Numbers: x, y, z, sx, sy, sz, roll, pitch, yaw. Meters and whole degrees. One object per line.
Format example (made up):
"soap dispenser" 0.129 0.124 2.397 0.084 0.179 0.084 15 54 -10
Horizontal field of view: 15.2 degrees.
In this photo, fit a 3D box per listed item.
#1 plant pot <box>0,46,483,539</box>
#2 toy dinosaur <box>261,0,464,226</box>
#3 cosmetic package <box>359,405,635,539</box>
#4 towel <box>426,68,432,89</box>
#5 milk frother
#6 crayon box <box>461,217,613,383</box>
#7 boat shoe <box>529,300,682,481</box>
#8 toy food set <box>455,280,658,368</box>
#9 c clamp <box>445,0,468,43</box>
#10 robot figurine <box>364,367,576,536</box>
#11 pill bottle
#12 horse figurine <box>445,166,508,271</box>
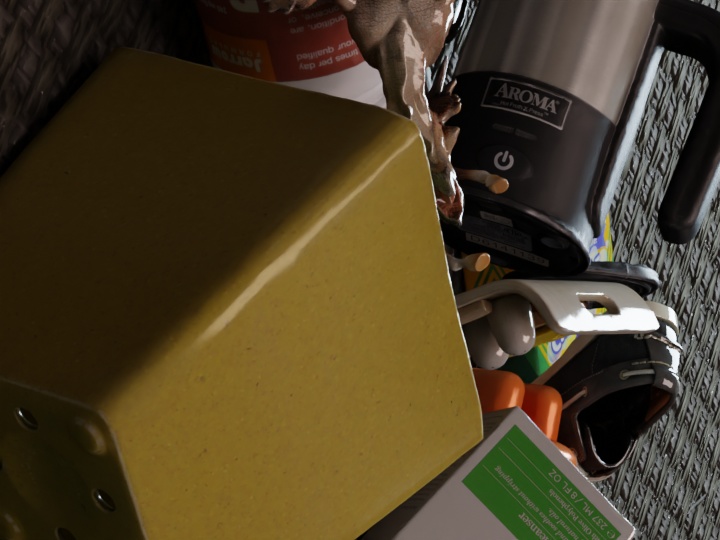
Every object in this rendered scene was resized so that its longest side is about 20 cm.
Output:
"plant pot" -0.087 0.042 1.275 0.200 0.193 0.196 -44 135 -35
"toy dinosaur" 0.020 -0.131 1.306 0.136 0.085 0.201 71 27 -54
"cosmetic package" 0.047 0.186 1.541 0.200 0.108 0.085 -47 -175 -14
"towel" 0.000 -0.111 1.542 0.132 0.034 0.201 -37 128 -54
"milk frother" 0.126 -0.083 1.613 0.200 0.180 0.189 132 -20 -73
"crayon box" 0.116 -0.016 1.760 0.126 0.051 0.201 -46 135 -47
"boat shoe" 0.138 0.102 1.705 0.071 0.200 0.068 10 49 -28
"toy food set" 0.055 0.058 1.522 0.143 0.199 0.061 1 70 -61
"c clamp" 0.043 -0.229 1.531 0.200 0.027 0.172 58 38 -62
"robot figurine" 0.065 0.162 1.651 0.144 0.116 0.201 64 38 -80
"pill bottle" -0.033 -0.156 1.386 0.112 0.112 0.201 -52 139 -42
"horse figurine" 0.000 0.000 1.448 0.200 0.132 0.050 -55 132 -9
